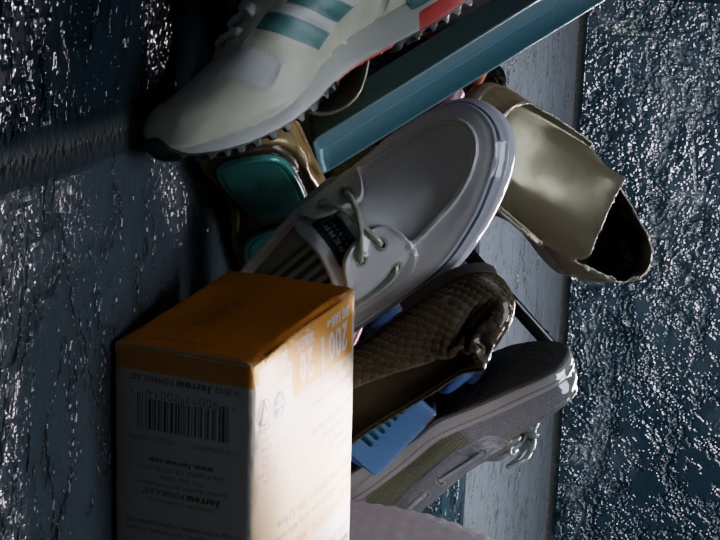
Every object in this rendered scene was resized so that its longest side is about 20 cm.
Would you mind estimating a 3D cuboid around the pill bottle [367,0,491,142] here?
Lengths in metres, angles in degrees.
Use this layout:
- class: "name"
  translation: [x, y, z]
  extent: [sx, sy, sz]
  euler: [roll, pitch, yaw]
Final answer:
- class: "pill bottle"
  translation: [0.030, -0.154, 1.348]
  extent: [0.200, 0.114, 0.115]
  euler: [111, -12, -70]

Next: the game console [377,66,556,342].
- class: "game console"
  translation: [0.081, -0.063, 1.545]
  extent: [0.200, 0.116, 0.177]
  euler: [-129, -127, -66]

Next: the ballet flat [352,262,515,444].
- class: "ballet flat"
  translation: [0.000, 0.068, 1.193]
  extent: [0.067, 0.200, 0.046]
  euler: [24, 35, -57]

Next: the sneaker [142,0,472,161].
- class: "sneaker"
  translation: [-0.034, -0.128, 1.087]
  extent: [0.199, 0.070, 0.094]
  euler: [-35, 107, -24]

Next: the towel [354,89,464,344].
- class: "towel"
  translation: [0.000, 0.000, 1.325]
  extent: [0.201, 0.023, 0.144]
  euler: [-67, -173, -21]

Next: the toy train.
- class: "toy train"
  translation: [0.020, 0.048, 1.489]
  extent: [0.114, 0.087, 0.200]
  euler: [-45, -171, 12]

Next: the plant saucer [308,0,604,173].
- class: "plant saucer"
  translation: [0.056, -0.118, 1.247]
  extent: [0.019, 0.200, 0.070]
  euler: [56, -6, 13]

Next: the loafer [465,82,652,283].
- class: "loafer"
  translation: [0.119, -0.050, 1.401]
  extent: [0.200, 0.068, 0.076]
  euler: [35, 77, -50]

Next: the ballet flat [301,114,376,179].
- class: "ballet flat"
  translation: [-0.032, -0.115, 1.272]
  extent: [0.200, 0.070, 0.071]
  euler: [81, 17, -47]

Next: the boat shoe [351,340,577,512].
- class: "boat shoe"
  translation: [0.067, 0.108, 1.477]
  extent: [0.065, 0.202, 0.074]
  euler: [49, 35, -10]

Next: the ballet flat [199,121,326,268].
- class: "ballet flat"
  translation: [-0.041, -0.046, 1.226]
  extent: [0.200, 0.068, 0.063]
  euler: [75, 5, -66]

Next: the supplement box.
- class: "supplement box"
  translation: [-0.058, 0.115, 1.111]
  extent: [0.126, 0.073, 0.201]
  euler: [-36, 131, -63]

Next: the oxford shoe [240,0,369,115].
- class: "oxford shoe"
  translation: [-0.034, -0.153, 1.146]
  extent: [0.075, 0.058, 0.200]
  euler: [-36, 140, -18]

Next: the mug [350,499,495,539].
- class: "mug"
  translation: [0.015, 0.229, 1.334]
  extent: [0.148, 0.174, 0.201]
  euler: [-69, 160, -58]

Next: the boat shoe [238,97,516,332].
- class: "boat shoe"
  translation: [-0.004, -0.008, 1.168]
  extent: [0.200, 0.074, 0.067]
  euler: [-47, 158, 13]
